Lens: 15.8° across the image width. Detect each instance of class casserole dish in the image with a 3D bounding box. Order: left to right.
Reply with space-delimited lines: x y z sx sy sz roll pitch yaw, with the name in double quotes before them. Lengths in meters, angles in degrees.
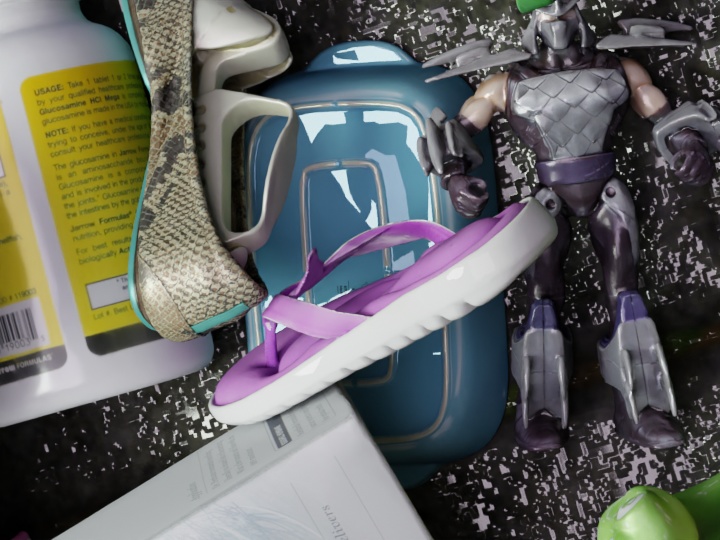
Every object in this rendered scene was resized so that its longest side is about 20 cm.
"casserole dish" 0.000 0.000 1.142 0.120 0.039 0.201 -2 95 21

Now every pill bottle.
"pill bottle" -0.142 -0.040 1.150 0.112 0.112 0.201 -15 89 20

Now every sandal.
"sandal" 0.002 0.006 1.057 0.202 0.082 0.050 -29 99 44

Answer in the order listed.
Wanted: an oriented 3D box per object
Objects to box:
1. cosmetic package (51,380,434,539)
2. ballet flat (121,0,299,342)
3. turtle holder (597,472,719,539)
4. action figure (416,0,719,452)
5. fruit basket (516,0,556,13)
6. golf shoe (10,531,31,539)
"cosmetic package" -0.042 0.183 1.073 0.199 0.123 0.200 -31 99 -1
"ballet flat" -0.061 -0.065 1.110 0.075 0.068 0.201 -16 59 21
"turtle holder" 0.197 0.081 1.025 0.185 0.132 0.142 17 100 15
"action figure" 0.092 -0.027 1.085 0.129 0.069 0.201 -6 99 7
"fruit basket" 0.040 -0.149 1.040 0.199 0.185 0.094 -9 105 20
"golf shoe" -0.155 0.178 1.196 0.199 0.075 0.092 32 101 14
